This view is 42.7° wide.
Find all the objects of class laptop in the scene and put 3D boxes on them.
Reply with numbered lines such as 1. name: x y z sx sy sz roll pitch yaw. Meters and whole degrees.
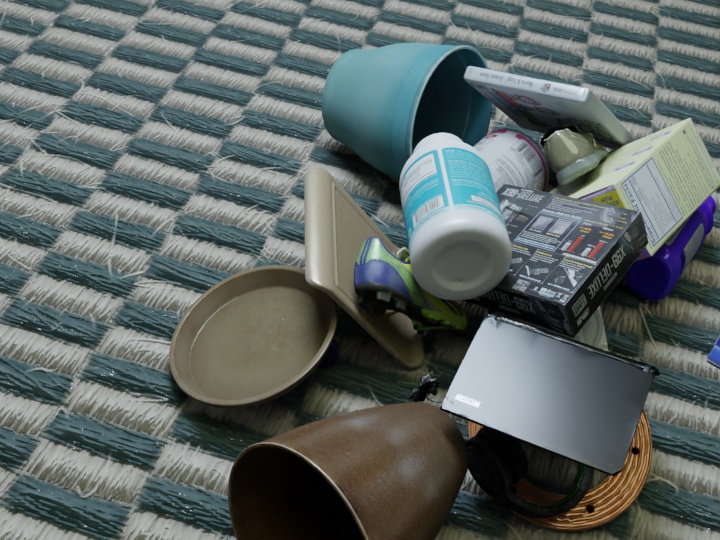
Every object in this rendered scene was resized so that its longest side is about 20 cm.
1. laptop: 0.198 0.118 0.925 0.175 0.200 0.105 19 90 20

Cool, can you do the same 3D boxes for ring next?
1. ring: 0.213 0.176 0.986 0.196 0.019 0.204 1 63 -1

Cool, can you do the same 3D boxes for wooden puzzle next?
1. wooden puzzle: 0.000 0.000 1.076 0.037 0.200 0.187 -29 42 25

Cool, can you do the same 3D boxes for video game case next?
1. video game case: 0.258 -0.216 1.242 0.180 0.024 0.199 21 0 35

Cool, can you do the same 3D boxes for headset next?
1. headset: 0.144 0.171 0.950 0.199 0.094 0.124 34 62 -2

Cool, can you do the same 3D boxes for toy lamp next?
1. toy lamp: -0.035 0.022 1.111 0.057 0.059 0.202 11 46 3

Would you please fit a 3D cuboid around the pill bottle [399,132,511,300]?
1. pill bottle: 0.102 -0.071 1.038 0.109 0.112 0.202 2 41 -6

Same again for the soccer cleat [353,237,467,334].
1. soccer cleat: 0.065 0.020 1.047 0.064 0.199 0.085 -9 67 37

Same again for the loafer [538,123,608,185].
1. loafer: 0.275 -0.161 1.196 0.070 0.074 0.200 61 15 -2

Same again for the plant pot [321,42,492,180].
1. plant pot: 0.054 -0.224 1.284 0.186 0.203 0.200 20 44 34

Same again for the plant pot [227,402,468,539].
1. plant pot: 0.009 0.208 0.867 0.186 0.189 0.199 37 39 26

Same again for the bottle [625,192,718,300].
1. bottle: 0.419 -0.045 1.221 0.065 0.084 0.200 29 50 21

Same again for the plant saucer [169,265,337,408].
1. plant saucer: -0.117 0.075 1.026 0.197 0.030 0.202 -11 43 11

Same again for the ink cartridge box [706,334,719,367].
1. ink cartridge box: 0.520 0.069 1.156 0.099 0.040 0.200 31 50 20

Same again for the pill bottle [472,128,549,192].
1. pill bottle: 0.155 -0.095 1.212 0.113 0.114 0.200 32 49 23

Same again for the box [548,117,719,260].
1. box: 0.327 -0.085 1.171 0.199 0.175 0.098 -36 99 -36

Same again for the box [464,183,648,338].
1. box: 0.201 -0.019 1.053 0.198 0.050 0.158 17 54 45

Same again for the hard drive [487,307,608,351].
1. hard drive: 0.224 0.090 1.095 0.137 0.038 0.202 6 46 -2
